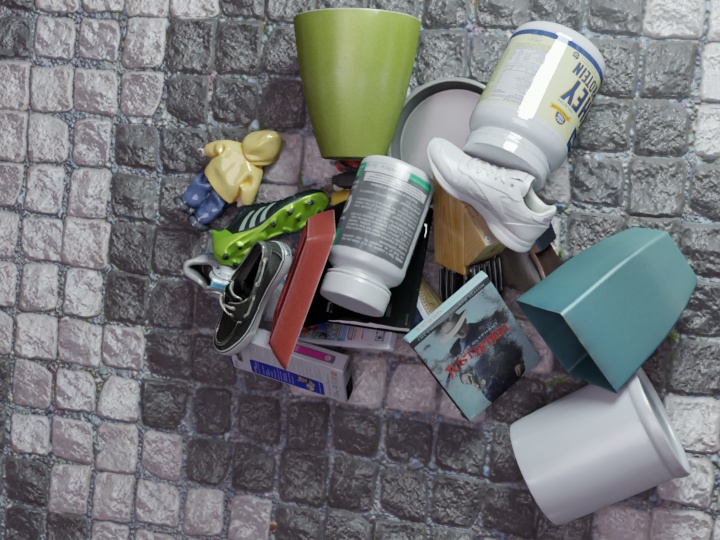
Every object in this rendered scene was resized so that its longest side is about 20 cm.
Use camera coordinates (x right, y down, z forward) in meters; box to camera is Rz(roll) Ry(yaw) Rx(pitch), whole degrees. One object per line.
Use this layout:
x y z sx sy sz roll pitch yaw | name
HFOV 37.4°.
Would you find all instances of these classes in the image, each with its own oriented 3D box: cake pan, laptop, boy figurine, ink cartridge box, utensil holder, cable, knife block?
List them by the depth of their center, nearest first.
0.332 0.245 1.488 0.199 0.170 0.171 -28 85 16 | utensil holder
0.144 -0.042 1.550 0.201 0.064 0.176 62 146 15 | knife block
0.000 0.000 1.575 0.198 0.116 0.189 8 77 11 | laptop
0.138 -0.185 1.588 0.199 0.037 0.202 1 93 16 | cake pan
0.028 -0.139 1.603 0.199 0.050 0.098 7 83 26 | cable
-0.110 0.142 1.644 0.199 0.095 0.037 14 56 13 | ink cartridge box
-0.205 -0.155 1.671 0.200 0.064 0.124 -43 81 12 | boy figurine

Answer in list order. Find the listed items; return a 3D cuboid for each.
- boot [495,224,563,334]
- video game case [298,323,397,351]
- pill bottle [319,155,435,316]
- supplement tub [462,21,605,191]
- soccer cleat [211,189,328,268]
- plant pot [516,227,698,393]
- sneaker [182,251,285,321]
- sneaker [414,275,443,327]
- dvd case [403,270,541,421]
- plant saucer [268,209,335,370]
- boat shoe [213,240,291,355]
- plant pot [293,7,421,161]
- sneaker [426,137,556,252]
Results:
0.248 0.011 1.565 0.096 0.075 0.201 -8 100 40 | boot
-0.019 0.043 1.592 0.199 0.018 0.144 3 75 39 | video game case
0.021 -0.046 1.465 0.112 0.113 0.201 17 77 14 | pill bottle
0.239 -0.226 1.474 0.144 0.145 0.201 24 76 13 | supplement tub
-0.144 -0.080 1.631 0.199 0.068 0.081 -29 51 7 | soccer cleat
0.352 0.039 1.464 0.200 0.141 0.142 -41 105 -9 | plant pot
-0.193 0.029 1.649 0.199 0.087 0.075 22 102 24 | sneaker
0.060 0.063 1.581 0.108 0.070 0.201 -45 55 18 | sneaker
0.164 0.112 1.517 0.146 0.022 0.200 -39 126 -4 | dvd case
-0.086 0.017 1.507 0.036 0.200 0.201 20 102 -7 | plant saucer
-0.176 0.039 1.569 0.071 0.063 0.201 43 112 34 | boat shoe
-0.007 -0.263 1.547 0.186 0.187 0.202 2 93 15 | plant pot
0.179 -0.120 1.437 0.200 0.075 0.100 41 128 -2 | sneaker
